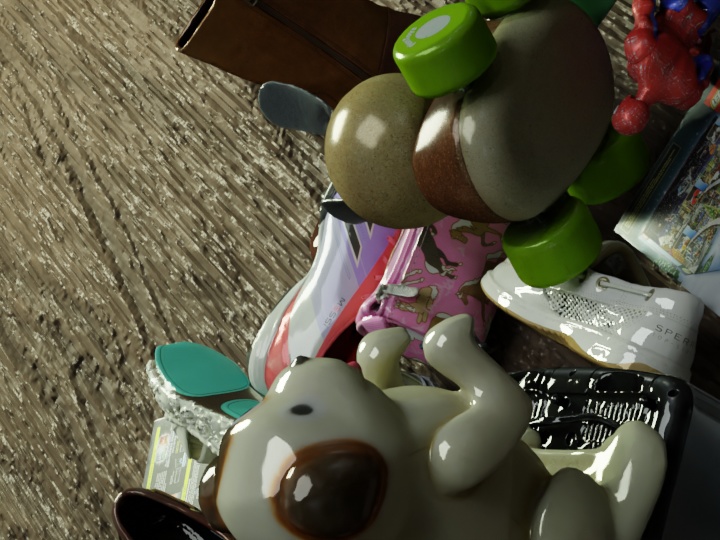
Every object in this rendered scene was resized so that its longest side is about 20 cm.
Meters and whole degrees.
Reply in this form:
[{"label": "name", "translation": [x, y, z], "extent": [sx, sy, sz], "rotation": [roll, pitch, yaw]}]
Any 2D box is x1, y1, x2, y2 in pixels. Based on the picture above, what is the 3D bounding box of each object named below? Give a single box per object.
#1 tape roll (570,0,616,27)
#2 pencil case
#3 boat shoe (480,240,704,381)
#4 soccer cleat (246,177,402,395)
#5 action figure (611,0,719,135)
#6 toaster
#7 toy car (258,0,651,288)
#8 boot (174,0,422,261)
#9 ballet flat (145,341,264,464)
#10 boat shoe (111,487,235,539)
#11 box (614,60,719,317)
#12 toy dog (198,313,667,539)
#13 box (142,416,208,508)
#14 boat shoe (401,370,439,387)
[{"label": "tape roll", "translation": [0.172, -0.233, 1.475], "extent": [0.201, 0.048, 0.200], "rotation": [-56, 0, 0]}, {"label": "pencil case", "translation": [0.068, -0.039, 1.541], "extent": [0.087, 0.082, 0.201], "rotation": [83, -151, -81]}, {"label": "boat shoe", "translation": [0.140, 0.017, 1.422], "extent": [0.200, 0.070, 0.070], "rotation": [28, 93, 60]}, {"label": "soccer cleat", "translation": [0.000, 0.000, 1.589], "extent": [0.073, 0.068, 0.201], "rotation": [23, 83, 36]}, {"label": "action figure", "translation": [0.190, -0.153, 1.425], "extent": [0.052, 0.065, 0.201], "rotation": [-18, 34, 48]}, {"label": "toaster", "translation": [0.128, 0.143, 1.315], "extent": [0.180, 0.118, 0.202], "rotation": [-3, 67, 53]}, {"label": "toy car", "translation": [0.039, -0.082, 1.438], "extent": [0.199, 0.165, 0.158], "rotation": [-11, 31, 39]}, {"label": "boot", "translation": [-0.037, -0.109, 1.636], "extent": [0.189, 0.199, 0.069], "rotation": [-55, 34, 13]}, {"label": "ballet flat", "translation": [-0.090, 0.107, 1.617], "extent": [0.200, 0.071, 0.072], "rotation": [33, 96, 56]}, {"label": "boat shoe", "translation": [-0.082, 0.206, 1.542], "extent": [0.199, 0.070, 0.071], "rotation": [31, 74, 28]}, {"label": "box", "translation": [0.239, -0.073, 1.376], "extent": [0.201, 0.038, 0.137], "rotation": [-58, 33, 10]}, {"label": "toy dog", "translation": [0.017, 0.115, 1.199], "extent": [0.139, 0.199, 0.195], "rotation": [12, 79, 56]}, {"label": "box", "translation": [-0.096, 0.185, 1.668], "extent": [0.160, 0.044, 0.202], "rotation": [-22, 52, 47]}, {"label": "boat shoe", "translation": [0.012, 0.154, 1.521], "extent": [0.072, 0.062, 0.202], "rotation": [-26, 50, 44]}]
